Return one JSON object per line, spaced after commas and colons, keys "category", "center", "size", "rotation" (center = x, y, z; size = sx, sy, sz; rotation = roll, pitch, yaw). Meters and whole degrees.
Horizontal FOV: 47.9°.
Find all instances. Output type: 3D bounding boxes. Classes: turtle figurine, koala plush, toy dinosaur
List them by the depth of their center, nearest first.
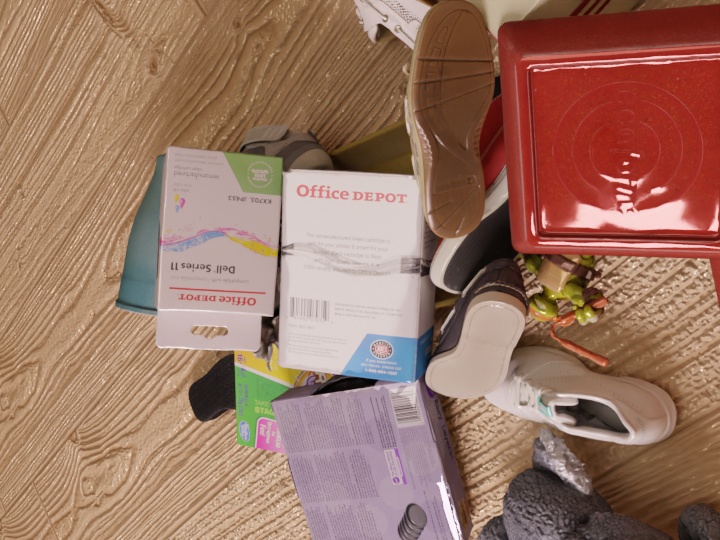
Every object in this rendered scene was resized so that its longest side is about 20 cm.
{"category": "koala plush", "center": [0.202, 0.252, 0.731], "size": [0.200, 0.184, 0.178], "rotation": [45, 121, 40]}
{"category": "turtle figurine", "center": [0.199, -0.010, 0.750], "size": [0.161, 0.064, 0.200], "rotation": [-66, 29, 16]}
{"category": "toy dinosaur", "center": [-0.081, 0.001, 0.908], "size": [0.200, 0.102, 0.077], "rotation": [-53, 32, -12]}

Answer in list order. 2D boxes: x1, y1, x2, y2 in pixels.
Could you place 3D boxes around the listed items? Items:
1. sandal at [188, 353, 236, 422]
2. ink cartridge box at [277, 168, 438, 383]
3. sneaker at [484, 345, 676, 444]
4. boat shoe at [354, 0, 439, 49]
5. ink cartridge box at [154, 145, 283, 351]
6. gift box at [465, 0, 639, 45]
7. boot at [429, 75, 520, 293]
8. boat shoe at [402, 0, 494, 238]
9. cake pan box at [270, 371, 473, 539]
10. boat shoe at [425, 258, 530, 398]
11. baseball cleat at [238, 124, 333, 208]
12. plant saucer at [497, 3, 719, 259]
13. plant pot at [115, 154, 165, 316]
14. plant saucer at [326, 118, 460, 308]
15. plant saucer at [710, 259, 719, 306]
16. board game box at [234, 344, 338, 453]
{"category": "sandal", "center": [-0.172, 0.154, 1.093], "size": [0.200, 0.048, 0.075], "rotation": [-26, 80, 51]}
{"category": "ink cartridge box", "center": [0.000, 0.000, 0.820], "size": [0.145, 0.084, 0.200], "rotation": [5, 99, 18]}
{"category": "sneaker", "center": [0.186, 0.120, 0.767], "size": [0.200, 0.088, 0.075], "rotation": [6, 100, 43]}
{"category": "boat shoe", "center": [0.026, -0.275, 0.860], "size": [0.200, 0.071, 0.069], "rotation": [42, 117, 26]}
{"category": "ink cartridge box", "center": [-0.143, -0.016, 0.813], "size": [0.067, 0.117, 0.200], "rotation": [-176, 89, -74]}
{"category": "gift box", "center": [0.166, -0.295, 0.670], "size": [0.185, 0.200, 0.187], "rotation": [52, 122, 15]}
{"category": "boot", "center": [0.114, -0.086, 0.792], "size": [0.200, 0.072, 0.144], "rotation": [-58, 36, 16]}
{"category": "boat shoe", "center": [0.069, -0.128, 0.692], "size": [0.063, 0.073, 0.200], "rotation": [-122, 29, -62]}
{"category": "cake pan box", "center": [0.010, 0.209, 0.889], "size": [0.184, 0.052, 0.200], "rotation": [-14, 96, 23]}
{"category": "boat shoe", "center": [0.114, 0.061, 0.783], "size": [0.073, 0.063, 0.200], "rotation": [16, 145, -1]}
{"category": "baseball cleat", "center": [-0.132, -0.095, 0.900], "size": [0.107, 0.200, 0.070], "rotation": [59, 165, 27]}
{"category": "plant saucer", "center": [0.206, -0.094, 0.626], "size": [0.200, 0.037, 0.200], "rotation": [2, 117, 23]}
{"category": "plant pot", "center": [-0.190, -0.042, 0.993], "size": [0.200, 0.200, 0.188], "rotation": [6, 92, 38]}
{"category": "plant saucer", "center": [0.034, -0.048, 0.895], "size": [0.200, 0.048, 0.200], "rotation": [-17, 85, 38]}
{"category": "plant saucer", "center": [0.380, 0.034, 0.626], "size": [0.200, 0.037, 0.200], "rotation": [-12, 87, 40]}
{"category": "board game box", "center": [-0.052, 0.144, 0.952], "size": [0.200, 0.040, 0.153], "rotation": [5, 103, 23]}
